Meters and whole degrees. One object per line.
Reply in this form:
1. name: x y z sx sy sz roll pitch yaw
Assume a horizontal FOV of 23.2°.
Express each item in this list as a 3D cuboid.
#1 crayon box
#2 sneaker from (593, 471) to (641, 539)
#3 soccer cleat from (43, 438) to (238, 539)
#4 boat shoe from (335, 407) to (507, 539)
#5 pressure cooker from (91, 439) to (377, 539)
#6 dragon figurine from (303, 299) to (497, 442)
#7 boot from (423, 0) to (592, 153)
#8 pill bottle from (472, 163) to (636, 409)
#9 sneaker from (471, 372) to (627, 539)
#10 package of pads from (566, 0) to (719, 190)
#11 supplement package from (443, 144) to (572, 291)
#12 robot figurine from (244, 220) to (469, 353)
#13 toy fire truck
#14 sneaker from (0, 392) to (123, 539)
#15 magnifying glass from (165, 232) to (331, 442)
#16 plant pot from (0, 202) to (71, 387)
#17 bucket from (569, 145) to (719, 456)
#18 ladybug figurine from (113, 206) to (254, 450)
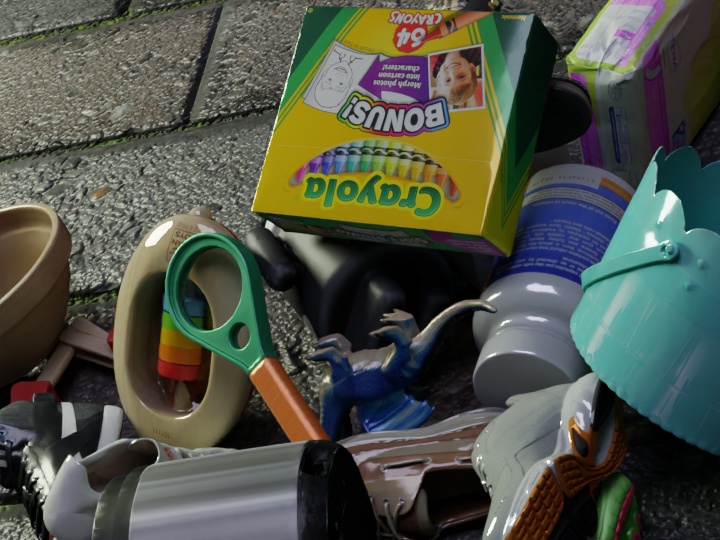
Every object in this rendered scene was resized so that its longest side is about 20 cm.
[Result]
1. crayon box: 0.033 -0.108 1.324 0.199 0.058 0.173 7 74 30
2. sneaker: 0.121 0.210 1.148 0.083 0.077 0.200 -3 30 33
3. soccer cleat: -0.140 0.153 1.271 0.069 0.078 0.199 34 28 34
4. boat shoe: 0.030 0.157 1.244 0.199 0.076 0.072 -20 33 3
5. pressure cooker: -0.093 0.207 1.159 0.199 0.177 0.179 -9 35 10
6. dragon figurine: 0.023 0.088 1.299 0.199 0.100 0.059 -22 11 11
7. boot: 0.104 -0.162 1.424 0.199 0.073 0.151 -4 40 29
8. pill bottle: 0.148 0.022 1.326 0.112 0.112 0.200 0 41 25
9. sneaker: 0.107 0.140 1.139 0.092 0.076 0.200 -10 21 29
10. package of pads: 0.248 -0.172 1.481 0.068 0.155 0.200 14 49 30
11. supplement package: 0.086 -0.090 1.492 0.109 0.114 0.200 -30 37 -13
12. robot figurine: -0.001 -0.002 1.412 0.125 0.150 0.200 -40 39 1
13. toy fire truck: -0.212 0.063 1.497 0.140 0.049 0.200 -12 37 15
14. sneaker: -0.249 0.170 1.336 0.111 0.073 0.200 9 30 -4
15. magnifying glass: -0.081 0.055 1.282 0.080 0.022 0.200 -46 59 20
16. plant pot: -0.326 0.039 1.531 0.200 0.093 0.201 -22 30 14
17. bucket: 0.249 0.024 1.187 0.135 0.206 0.207 -59 30 22
18. ladybug figurine: -0.129 0.049 1.384 0.135 0.201 0.072 17 14 31
